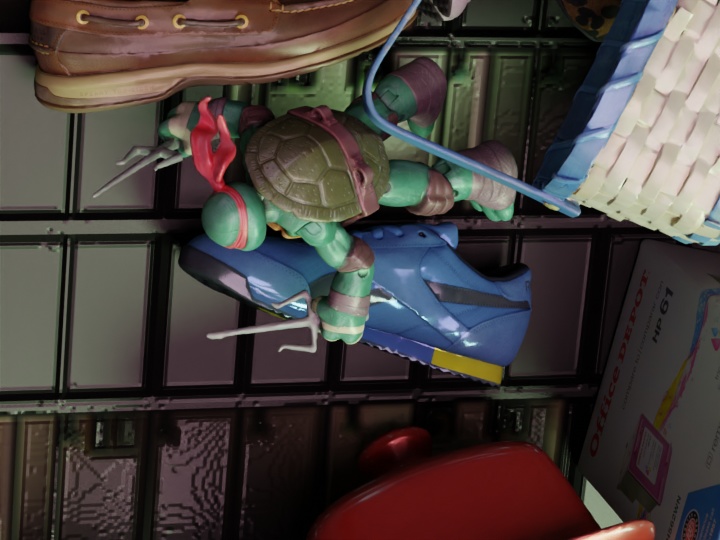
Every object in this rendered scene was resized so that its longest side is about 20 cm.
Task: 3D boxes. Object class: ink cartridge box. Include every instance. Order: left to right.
[{"bbox_3d":[0.199,0.084,1.576,0.085,0.200,0.145,11,105,-17],"label":"ink cartridge box"}]

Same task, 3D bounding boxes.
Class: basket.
[{"bbox_3d":[0.121,-0.106,1.455,0.200,0.139,0.176,31,87,-6],"label":"basket"}]

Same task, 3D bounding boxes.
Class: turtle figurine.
[{"bbox_3d":[-0.023,-0.038,1.478,0.200,0.101,0.150,-22,81,-33],"label":"turtle figurine"}]

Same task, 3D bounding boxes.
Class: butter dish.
[{"bbox_3d":[0.042,0.152,1.585,0.200,0.148,0.200,-19,154,-8],"label":"butter dish"}]

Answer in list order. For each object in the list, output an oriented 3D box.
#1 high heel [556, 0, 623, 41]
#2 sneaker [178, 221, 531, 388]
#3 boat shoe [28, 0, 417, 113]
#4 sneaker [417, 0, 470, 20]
[{"bbox_3d":[0.189,-0.201,1.551,0.200,0.071,0.143,-12,122,-15],"label":"high heel"},{"bbox_3d":[0.000,0.000,1.559,0.200,0.066,0.079,17,92,-23],"label":"sneaker"},{"bbox_3d":[-0.069,-0.131,1.480,0.200,0.072,0.068,-12,111,-10],"label":"boat shoe"},{"bbox_3d":[0.039,-0.231,1.491,0.080,0.074,0.200,-28,120,-23],"label":"sneaker"}]
